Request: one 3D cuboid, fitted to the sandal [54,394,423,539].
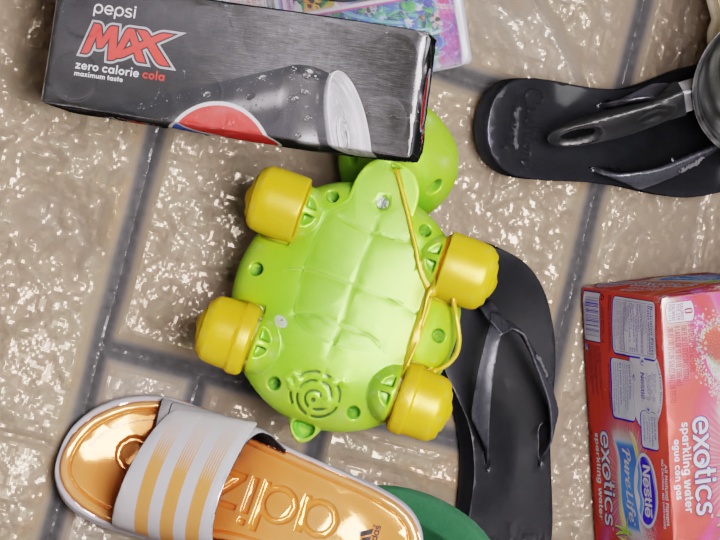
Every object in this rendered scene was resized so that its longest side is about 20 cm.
[{"bbox_3d":[-0.062,0.116,1.359,0.205,0.059,0.080,16,77,0],"label":"sandal"}]

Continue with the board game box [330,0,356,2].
[{"bbox_3d":[-0.058,-0.169,1.272,0.198,0.199,0.042,3,91,-23],"label":"board game box"}]

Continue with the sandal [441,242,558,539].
[{"bbox_3d":[0.087,0.082,1.462,0.076,0.043,0.202,-10,98,-22],"label":"sandal"}]

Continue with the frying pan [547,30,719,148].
[{"bbox_3d":[0.213,-0.093,1.445,0.189,0.031,0.115,-30,124,18],"label":"frying pan"}]

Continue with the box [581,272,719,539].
[{"bbox_3d":[0.197,0.106,1.481,0.095,0.100,0.202,-6,95,-22],"label":"box"}]

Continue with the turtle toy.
[{"bbox_3d":[0.000,0.000,1.386,0.145,0.101,0.201,20,83,1],"label":"turtle toy"}]

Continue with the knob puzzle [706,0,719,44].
[{"bbox_3d":[0.272,-0.165,1.518,0.218,0.030,0.222,2,86,-36],"label":"knob puzzle"}]

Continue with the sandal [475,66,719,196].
[{"bbox_3d":[0.165,-0.079,1.476,0.199,0.043,0.077,-6,95,-23],"label":"sandal"}]

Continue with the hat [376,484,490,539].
[{"bbox_3d":[0.005,0.243,1.449,0.165,0.176,0.201,21,70,10],"label":"hat"}]

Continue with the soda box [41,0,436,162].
[{"bbox_3d":[-0.063,-0.104,1.328,0.198,0.063,0.071,8,90,6],"label":"soda box"}]

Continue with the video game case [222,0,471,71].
[{"bbox_3d":[-0.035,-0.199,1.402,0.181,0.024,0.202,-12,97,-22],"label":"video game case"}]
